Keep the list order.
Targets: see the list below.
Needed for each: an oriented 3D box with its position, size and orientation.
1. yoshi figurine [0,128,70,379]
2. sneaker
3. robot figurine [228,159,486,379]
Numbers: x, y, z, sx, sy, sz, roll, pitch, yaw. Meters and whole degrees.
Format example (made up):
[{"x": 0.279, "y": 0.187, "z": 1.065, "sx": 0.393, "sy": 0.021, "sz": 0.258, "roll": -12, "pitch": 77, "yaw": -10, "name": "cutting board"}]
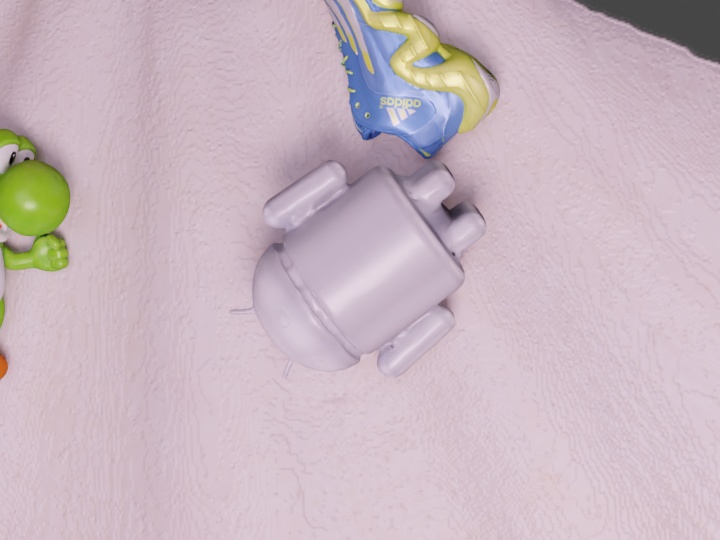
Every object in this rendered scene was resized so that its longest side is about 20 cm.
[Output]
[{"x": -0.294, "y": -0.012, "z": 1.133, "sx": 0.111, "sy": 0.112, "sz": 0.201, "roll": 17, "pitch": 88, "yaw": -6, "name": "yoshi figurine"}, {"x": 0.008, "y": -0.167, "z": 1.100, "sx": 0.200, "sy": 0.076, "sz": 0.105, "roll": 41, "pitch": 95, "yaw": 8, "name": "sneaker"}, {"x": 0.000, "y": 0.000, "z": 1.074, "sx": 0.200, "sy": 0.113, "sz": 0.170, "roll": -36, "pitch": 97, "yaw": 5, "name": "robot figurine"}]
